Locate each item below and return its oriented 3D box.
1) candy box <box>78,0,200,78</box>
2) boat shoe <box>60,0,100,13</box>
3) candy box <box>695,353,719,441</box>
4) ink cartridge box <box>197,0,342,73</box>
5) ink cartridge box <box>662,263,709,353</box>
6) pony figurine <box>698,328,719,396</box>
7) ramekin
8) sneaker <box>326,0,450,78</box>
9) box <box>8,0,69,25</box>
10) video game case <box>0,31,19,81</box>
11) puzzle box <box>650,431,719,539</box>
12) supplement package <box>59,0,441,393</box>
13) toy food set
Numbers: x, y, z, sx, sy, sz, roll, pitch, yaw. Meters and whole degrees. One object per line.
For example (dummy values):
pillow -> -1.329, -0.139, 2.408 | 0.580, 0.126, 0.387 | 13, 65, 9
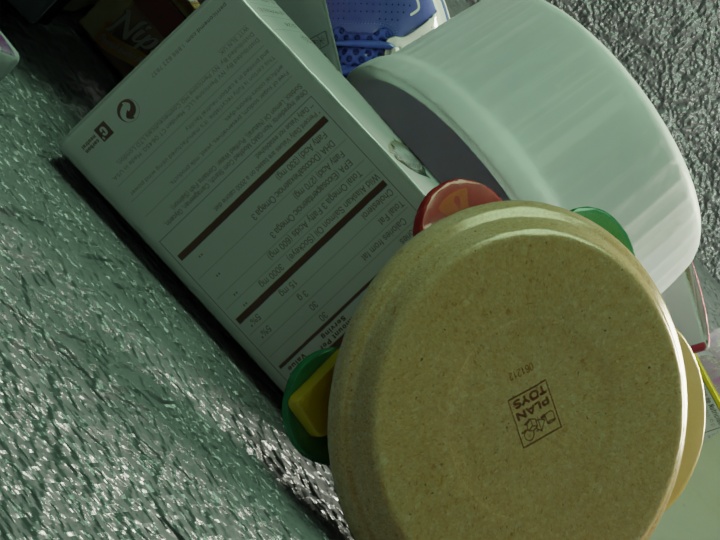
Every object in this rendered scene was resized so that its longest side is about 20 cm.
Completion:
candy box -> -0.080, -0.113, 1.527 | 0.116, 0.055, 0.200 | 49, 11, 12
boat shoe -> -0.150, -0.194, 1.496 | 0.072, 0.076, 0.200 | 45, 10, -6
candy box -> 0.183, 0.138, 1.449 | 0.026, 0.102, 0.201 | 90, -21, -55
ink cartridge box -> -0.075, -0.192, 1.370 | 0.174, 0.043, 0.200 | 57, -11, 33
ink cartridge box -> 0.125, 0.016, 1.534 | 0.200, 0.146, 0.083 | -60, 132, -84
pony figurine -> 0.223, 0.153, 1.556 | 0.193, 0.167, 0.200 | 49, 32, 15
ramekin -> 0.089, -0.049, 1.349 | 0.201, 0.098, 0.201 | 49, -15, 18
sneaker -> 0.003, -0.076, 1.470 | 0.080, 0.201, 0.115 | 6, 17, 14
box -> -0.209, -0.223, 1.313 | 0.200, 0.079, 0.141 | 46, 3, -7
video game case -> -0.257, -0.175, 1.156 | 0.200, 0.024, 0.182 | 49, 11, 18
puzzle box -> 0.213, 0.191, 1.382 | 0.200, 0.133, 0.025 | 53, -18, 26
supplement package -> -0.030, -0.028, 1.245 | 0.200, 0.117, 0.117 | 47, 7, 0
toy food set -> 0.067, 0.061, 1.155 | 0.198, 0.200, 0.049 | 55, -22, -20
